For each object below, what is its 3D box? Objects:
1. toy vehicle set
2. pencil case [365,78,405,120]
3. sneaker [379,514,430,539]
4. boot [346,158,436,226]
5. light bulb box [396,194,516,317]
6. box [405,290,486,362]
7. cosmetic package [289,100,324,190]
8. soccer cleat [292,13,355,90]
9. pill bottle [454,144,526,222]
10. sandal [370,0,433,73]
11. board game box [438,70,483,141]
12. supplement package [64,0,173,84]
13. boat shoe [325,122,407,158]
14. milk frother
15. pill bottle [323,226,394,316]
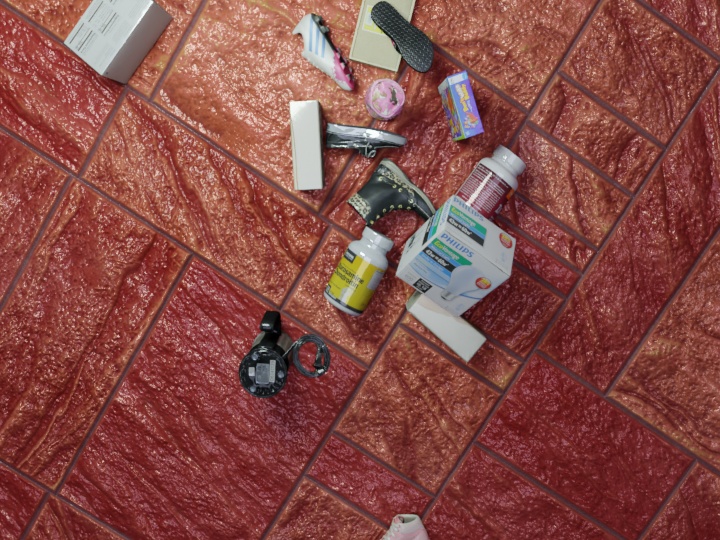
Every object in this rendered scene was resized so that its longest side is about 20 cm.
[{"bbox_3d":[0.054,-0.588,1.594,0.121,0.027,0.205,15,98,-2],"label":"toy vehicle set"},{"bbox_3d":[0.054,-0.390,1.536,0.084,0.200,0.085,7,100,-3],"label":"pencil case"},{"bbox_3d":[0.080,0.706,1.764,0.196,0.075,0.107,-19,98,-1],"label":"sneaker"},{"bbox_3d":[0.078,-0.149,1.619,0.154,0.073,0.204,-44,90,-10],"label":"boot"},{"bbox_3d":[0.222,-0.029,1.561,0.196,0.126,0.200,32,136,-12],"label":"light bulb box"},{"bbox_3d":[0.211,0.127,1.667,0.199,0.095,0.078,40,97,-7],"label":"box"},{"bbox_3d":[-0.125,-0.296,1.600,0.071,0.104,0.205,-3,98,1],"label":"cosmetic package"},{"bbox_3d":[-0.088,-0.506,1.594,0.085,0.070,0.203,-28,95,20],"label":"soccer cleat"},{"bbox_3d":[0.304,-0.193,1.608,0.112,0.113,0.202,36,98,-5],"label":"pill bottle"},{"bbox_3d":[0.102,-0.546,1.570,0.075,0.045,0.201,-40,82,0],"label":"sandal"},{"bbox_3d":[0.227,-0.373,1.538,0.044,0.200,0.137,-18,98,3],"label":"board game box"},{"bbox_3d":[-0.548,-0.552,1.536,0.110,0.156,0.201,39,97,-5],"label":"supplement package"},{"bbox_3d":[0.013,-0.307,1.613,0.194,0.074,0.070,6,107,-8],"label":"boat shoe"},{"bbox_3d":[-0.176,0.210,1.633,0.196,0.188,0.184,21,99,-3],"label":"milk frother"},{"bbox_3d":[0.000,0.000,1.639,0.110,0.112,0.203,28,97,-4],"label":"pill bottle"}]
